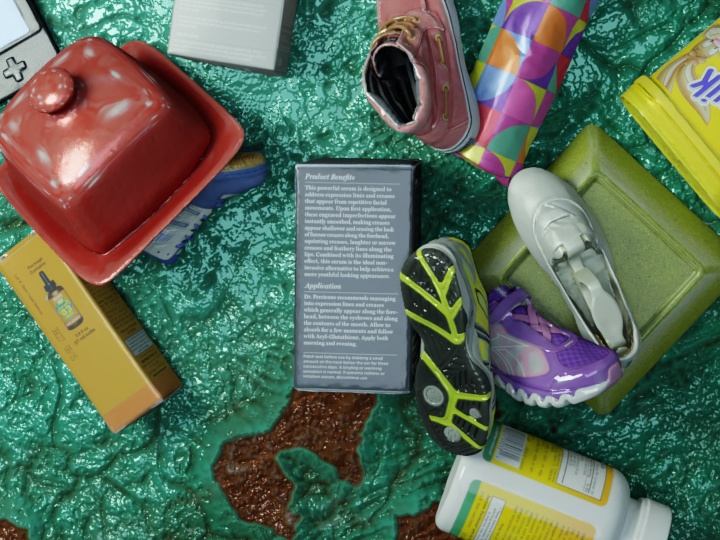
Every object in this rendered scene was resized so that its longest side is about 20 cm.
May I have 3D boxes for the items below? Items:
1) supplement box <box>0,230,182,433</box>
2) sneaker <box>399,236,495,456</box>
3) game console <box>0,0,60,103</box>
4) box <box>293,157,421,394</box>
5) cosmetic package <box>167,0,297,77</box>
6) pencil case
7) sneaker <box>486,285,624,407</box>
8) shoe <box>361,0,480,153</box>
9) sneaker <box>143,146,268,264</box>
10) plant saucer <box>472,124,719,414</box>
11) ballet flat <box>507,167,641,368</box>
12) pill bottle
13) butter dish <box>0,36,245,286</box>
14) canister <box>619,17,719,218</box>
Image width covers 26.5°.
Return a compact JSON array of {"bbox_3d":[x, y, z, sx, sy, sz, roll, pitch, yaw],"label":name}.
[{"bbox_3d":[-0.257,0.051,1.455,0.066,0.069,0.200,-34,94,17],"label":"supplement box"},{"bbox_3d":[0.089,0.066,1.323,0.075,0.076,0.201,6,115,29],"label":"sneaker"},{"bbox_3d":[-0.406,-0.238,1.419,0.175,0.116,0.201,-27,93,8],"label":"game console"},{"bbox_3d":[0.000,0.000,1.386,0.106,0.148,0.201,2,95,5],"label":"box"},{"bbox_3d":[-0.108,-0.287,1.402,0.106,0.090,0.201,11,94,5],"label":"cosmetic package"},{"bbox_3d":[0.144,-0.179,1.391,0.088,0.088,0.201,24,100,3],"label":"pencil case"},{"bbox_3d":[0.144,0.060,1.361,0.200,0.080,0.089,14,120,47],"label":"sneaker"},{"bbox_3d":[0.042,-0.202,1.358,0.071,0.091,0.201,-28,67,30],"label":"shoe"},{"bbox_3d":[-0.172,-0.055,1.443,0.199,0.075,0.089,-16,102,16],"label":"sneaker"},{"bbox_3d":[0.221,0.002,1.416,0.200,0.048,0.200,42,98,0],"label":"plant saucer"},{"bbox_3d":[0.197,-0.003,1.360,0.069,0.069,0.201,-27,92,7],"label":"ballet flat"},{"bbox_3d":[0.179,0.220,1.409,0.199,0.113,0.113,21,97,3],"label":"pill bottle"},{"bbox_3d":[-0.241,-0.126,1.356,0.200,0.148,0.199,-46,56,-5],"label":"butter dish"},{"bbox_3d":[0.356,-0.166,1.368,0.200,0.087,0.149,-41,91,6],"label":"canister"}]
